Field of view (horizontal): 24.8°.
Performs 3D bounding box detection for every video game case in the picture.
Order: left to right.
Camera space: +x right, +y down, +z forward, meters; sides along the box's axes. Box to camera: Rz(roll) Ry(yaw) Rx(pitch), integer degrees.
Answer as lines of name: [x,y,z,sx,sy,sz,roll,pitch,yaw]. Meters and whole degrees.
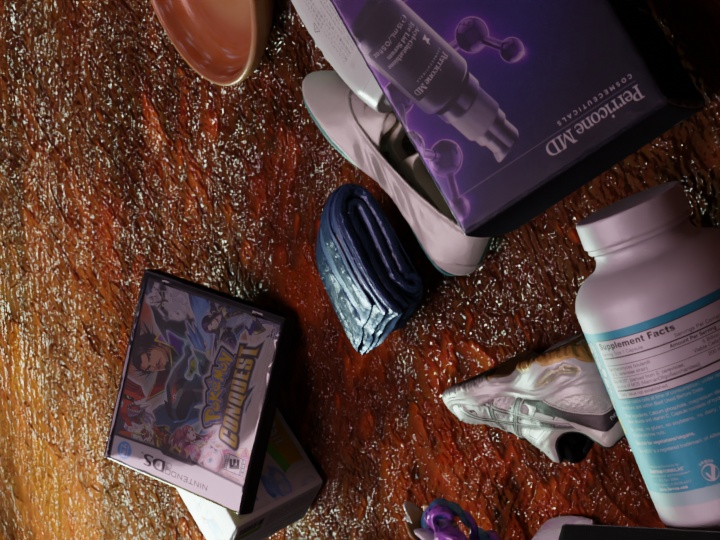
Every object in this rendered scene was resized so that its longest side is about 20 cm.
video game case: [-0.163,0.119,1.635,0.179,0.025,0.202,17,98,30]

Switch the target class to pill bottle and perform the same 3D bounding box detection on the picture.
pill bottle: [0.201,0.051,1.003,0.111,0.110,0.202,-15,99,62]

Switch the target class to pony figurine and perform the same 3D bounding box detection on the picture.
pony figurine: [0.119,0.279,1.324,0.201,0.166,0.193,56,164,-18]

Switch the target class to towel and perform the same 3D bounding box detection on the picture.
towel: [0.000,0.000,1.323,0.112,0.048,0.200,62,171,7]

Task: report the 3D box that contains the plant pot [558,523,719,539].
plant pot: [0.216,0.285,1.010,0.199,0.179,0.200,34,159,-20]

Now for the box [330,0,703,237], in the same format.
box: [0.088,-0.143,0.980,0.147,0.104,0.201,-34,80,22]

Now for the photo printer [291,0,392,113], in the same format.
photo printer: [0.012,-0.217,1.160,0.167,0.069,0.200,57,152,14]

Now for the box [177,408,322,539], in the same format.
box: [-0.144,0.182,1.722,0.201,0.112,0.102,56,151,18]

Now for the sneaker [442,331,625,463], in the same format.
sneaker: [0.130,0.106,1.213,0.088,0.075,0.200,65,154,0]

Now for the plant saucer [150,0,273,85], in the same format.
plant saucer: [-0.133,-0.261,1.418,0.200,0.037,0.202,40,143,39]

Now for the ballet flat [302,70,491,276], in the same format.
ballet flat: [0.036,-0.088,1.241,0.201,0.069,0.070,52,151,10]
